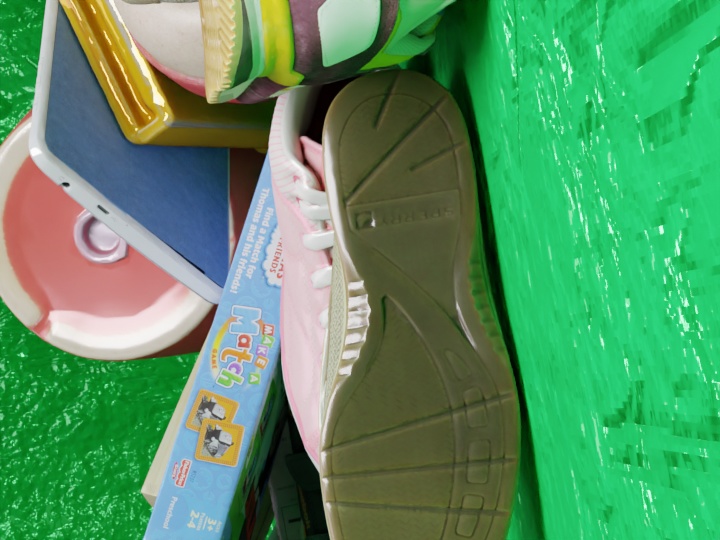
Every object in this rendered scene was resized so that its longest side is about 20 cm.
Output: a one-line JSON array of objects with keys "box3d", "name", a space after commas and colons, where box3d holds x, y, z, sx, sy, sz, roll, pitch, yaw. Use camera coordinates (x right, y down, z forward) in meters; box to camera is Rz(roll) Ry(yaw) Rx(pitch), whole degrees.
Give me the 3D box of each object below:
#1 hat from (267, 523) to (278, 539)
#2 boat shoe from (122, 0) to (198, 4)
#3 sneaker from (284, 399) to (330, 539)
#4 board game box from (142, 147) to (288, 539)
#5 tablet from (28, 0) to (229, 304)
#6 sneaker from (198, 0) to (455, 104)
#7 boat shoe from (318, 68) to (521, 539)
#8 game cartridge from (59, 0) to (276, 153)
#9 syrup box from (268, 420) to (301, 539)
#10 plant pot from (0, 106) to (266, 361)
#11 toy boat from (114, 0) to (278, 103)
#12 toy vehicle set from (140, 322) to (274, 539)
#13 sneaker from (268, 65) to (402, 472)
[{"box3d": [-0.056, 0.175, 1.194, 0.166, 0.175, 0.201, 94, 166, -68], "name": "hat"}, {"box3d": [-0.082, -0.203, 0.903, 0.072, 0.065, 0.201, 74, -170, -64], "name": "boat shoe"}, {"box3d": [0.004, 0.103, 0.972, 0.080, 0.078, 0.201, 79, -179, -60], "name": "sneaker"}, {"box3d": [-0.052, 0.052, 0.968, 0.151, 0.036, 0.201, 95, -170, -70], "name": "board game box"}, {"box3d": [-0.110, -0.086, 1.026, 0.130, 0.014, 0.201, 41, -150, -34], "name": "tablet"}, {"box3d": [-0.014, -0.098, 0.755, 0.200, 0.090, 0.075, -121, 25, -78], "name": "sneaker"}, {"box3d": [0.018, 0.031, 0.763, 0.063, 0.073, 0.202, 66, -163, -83], "name": "boat shoe"}, {"box3d": [-0.091, -0.141, 1.078, 0.200, 0.032, 0.177, -1, -118, -64], "name": "game cartridge"}, {"box3d": [0.005, 0.159, 1.038, 0.079, 0.081, 0.201, 80, 177, -59], "name": "syrup box"}, {"box3d": [-0.118, -0.035, 1.171, 0.177, 0.199, 0.202, -44, -54, -76], "name": "plant pot"}, {"box3d": [-0.047, -0.162, 1.000, 0.131, 0.130, 0.201, 40, -150, -48], "name": "toy boat"}, {"box3d": [-0.051, 0.055, 1.117, 0.124, 0.026, 0.201, 69, -141, -60], "name": "toy vehicle set"}, {"box3d": [0.000, 0.000, 0.851, 0.105, 0.075, 0.202, 81, -177, -79], "name": "sneaker"}]
